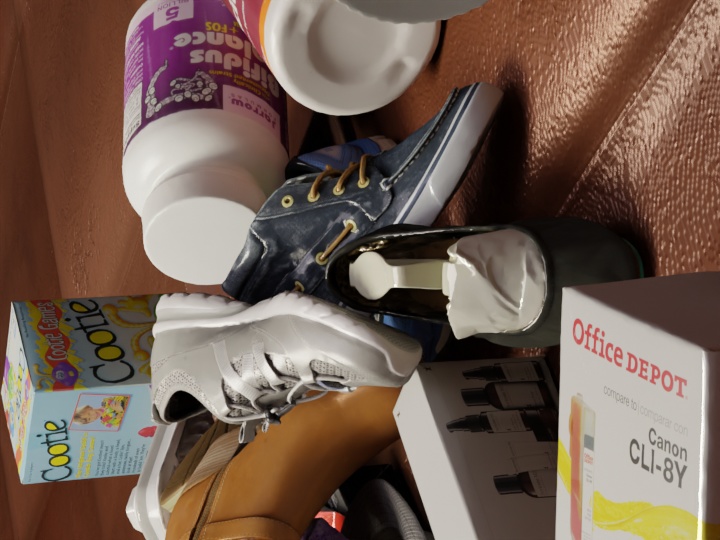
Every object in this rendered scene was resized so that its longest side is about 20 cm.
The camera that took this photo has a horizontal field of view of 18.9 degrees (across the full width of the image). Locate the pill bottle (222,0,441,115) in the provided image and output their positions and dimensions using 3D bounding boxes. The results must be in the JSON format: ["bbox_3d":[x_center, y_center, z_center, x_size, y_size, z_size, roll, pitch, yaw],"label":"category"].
[{"bbox_3d":[-0.033,-0.191,1.388,0.200,0.114,0.115,-123,35,-55],"label":"pill bottle"}]

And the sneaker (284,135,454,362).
[{"bbox_3d":[0.000,0.000,1.362,0.079,0.089,0.200,106,151,-44],"label":"sneaker"}]

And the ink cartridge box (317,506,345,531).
[{"bbox_3d":[-0.044,0.235,1.430,0.200,0.050,0.163,-171,80,-76],"label":"ink cartridge box"}]

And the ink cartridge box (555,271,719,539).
[{"bbox_3d":[0.150,0.112,0.959,0.145,0.083,0.201,-152,61,-68],"label":"ink cartridge box"}]

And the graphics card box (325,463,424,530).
[{"bbox_3d":[0.004,0.245,1.447,0.126,0.051,0.201,-117,31,-50],"label":"graphics card box"}]

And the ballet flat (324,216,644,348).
[{"bbox_3d":[0.055,0.008,1.139,0.200,0.068,0.068,-2,92,49],"label":"ballet flat"}]

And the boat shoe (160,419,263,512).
[{"bbox_3d":[-0.049,0.114,1.415,0.200,0.063,0.073,-34,19,29],"label":"boat shoe"}]

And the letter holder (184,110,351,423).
[{"bbox_3d":[-0.058,-0.016,1.512,0.142,0.100,0.201,117,145,-52],"label":"letter holder"}]

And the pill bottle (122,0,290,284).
[{"bbox_3d":[-0.103,-0.091,1.445,0.113,0.112,0.201,108,163,-45],"label":"pill bottle"}]

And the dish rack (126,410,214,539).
[{"bbox_3d":[-0.112,0.164,1.572,0.200,0.043,0.172,-74,-33,-51],"label":"dish rack"}]

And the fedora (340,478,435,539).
[{"bbox_3d":[0.049,0.223,1.252,0.177,0.090,0.201,119,150,-55],"label":"fedora"}]

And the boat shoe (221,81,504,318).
[{"bbox_3d":[-0.002,-0.041,1.258,0.201,0.091,0.071,-57,-2,19],"label":"boat shoe"}]

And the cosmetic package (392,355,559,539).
[{"bbox_3d":[0.085,0.138,1.150,0.051,0.082,0.201,108,151,-47],"label":"cosmetic package"}]

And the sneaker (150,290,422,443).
[{"bbox_3d":[-0.044,0.060,1.215,0.199,0.075,0.082,-1,72,48],"label":"sneaker"}]

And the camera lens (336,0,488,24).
[{"bbox_3d":[0.013,-0.252,1.181,0.200,0.159,0.160,-112,27,-43],"label":"camera lens"}]

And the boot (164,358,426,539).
[{"bbox_3d":[-0.046,0.133,1.240,0.200,0.077,0.156,-27,27,34],"label":"boot"}]

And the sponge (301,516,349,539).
[{"bbox_3d":[-0.086,0.241,1.291,0.111,0.030,0.200,-16,39,58],"label":"sponge"}]

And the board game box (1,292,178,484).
[{"bbox_3d":[-0.171,0.089,1.696,0.103,0.199,0.105,-113,28,-43],"label":"board game box"}]
